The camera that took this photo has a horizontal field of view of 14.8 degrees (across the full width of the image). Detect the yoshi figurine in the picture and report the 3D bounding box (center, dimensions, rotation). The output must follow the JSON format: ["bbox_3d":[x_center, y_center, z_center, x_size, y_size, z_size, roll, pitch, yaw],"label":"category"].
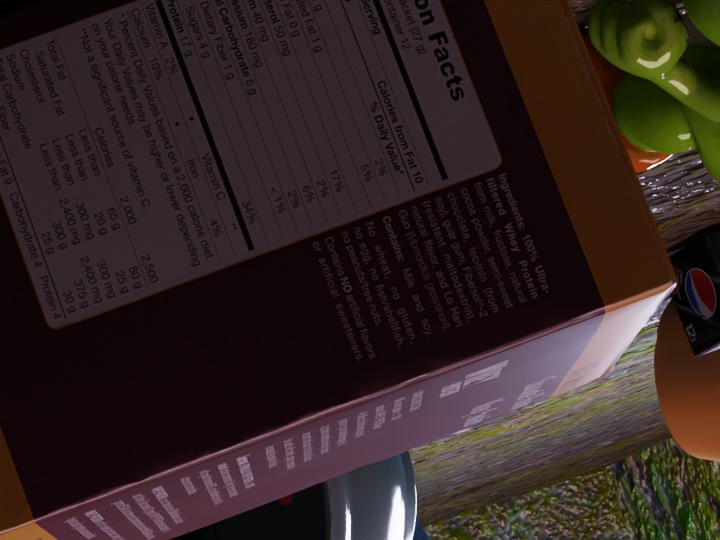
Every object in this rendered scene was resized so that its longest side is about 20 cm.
[{"bbox_3d":[0.133,-0.086,0.956,0.112,0.112,0.200,23,176,-13],"label":"yoshi figurine"}]

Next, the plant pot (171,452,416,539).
[{"bbox_3d":[-0.059,0.098,1.154,0.200,0.200,0.134,-26,166,30],"label":"plant pot"}]

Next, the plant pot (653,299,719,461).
[{"bbox_3d":[0.322,0.068,2.020,0.183,0.200,0.200,-8,180,35],"label":"plant pot"}]

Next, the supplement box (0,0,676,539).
[{"bbox_3d":[-0.032,-0.007,0.819,0.200,0.133,0.197,-20,171,-4],"label":"supplement box"}]

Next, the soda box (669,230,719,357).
[{"bbox_3d":[0.299,-0.007,1.821,0.200,0.071,0.063,-16,171,-30],"label":"soda box"}]

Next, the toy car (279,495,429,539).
[{"bbox_3d":[-0.097,0.138,1.526,0.184,0.177,0.200,-28,155,38],"label":"toy car"}]
